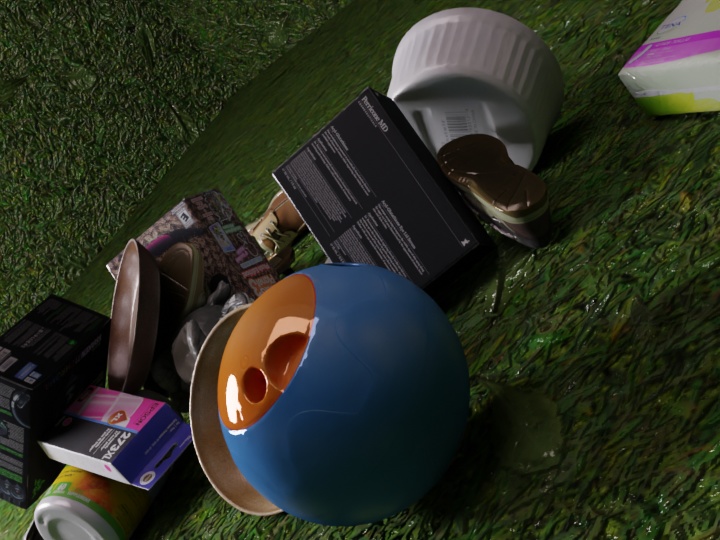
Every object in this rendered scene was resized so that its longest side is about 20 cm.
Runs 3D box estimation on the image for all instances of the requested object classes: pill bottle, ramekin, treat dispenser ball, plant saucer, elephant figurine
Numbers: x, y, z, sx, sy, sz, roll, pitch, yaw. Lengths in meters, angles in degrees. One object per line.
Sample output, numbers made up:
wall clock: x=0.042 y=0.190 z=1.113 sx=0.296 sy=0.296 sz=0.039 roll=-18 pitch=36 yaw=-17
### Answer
pill bottle: x=-0.291 y=0.241 z=1.350 sx=0.111 sy=0.111 sz=0.201 roll=-29 pitch=22 yaw=41
ramekin: x=0.120 y=-0.177 z=1.249 sx=0.199 sy=0.200 sz=0.098 roll=-29 pitch=30 yaw=42
treat dispenser ball: x=-0.013 y=0.095 z=0.881 sx=0.200 sy=0.201 sz=0.201 roll=-39 pitch=17 yaw=14
plant saucer: x=-0.278 y=0.064 z=1.391 sx=0.200 sy=0.034 sz=0.204 roll=-172 pitch=90 yaw=-70
elephant figurine: x=-0.156 y=0.118 z=1.310 sx=0.141 sy=0.157 sz=0.200 roll=-32 pitch=13 yaw=-17
plant saucer: x=-0.089 y=0.133 z=1.095 sx=0.199 sy=0.203 sz=0.035 roll=-32 pitch=-23 yaw=35

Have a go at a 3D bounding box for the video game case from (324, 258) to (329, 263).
video game case: x=0.000 y=0.000 z=1.395 sx=0.199 sy=0.024 sz=0.183 roll=-30 pitch=21 yaw=40

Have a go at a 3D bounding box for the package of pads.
package of pads: x=0.343 y=-0.217 z=1.023 sx=0.155 sy=0.068 sz=0.200 roll=-47 pitch=17 yaw=-9

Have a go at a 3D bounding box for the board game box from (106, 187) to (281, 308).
board game box: x=-0.206 y=0.023 z=1.489 sx=0.159 sy=0.201 sz=0.097 roll=-37 pitch=-2 yaw=23

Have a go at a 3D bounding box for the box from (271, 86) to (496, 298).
box: x=0.024 y=-0.064 z=1.170 sx=0.141 sy=0.201 sz=0.079 roll=-39 pitch=-15 yaw=19

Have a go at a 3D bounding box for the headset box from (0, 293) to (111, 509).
headset box: x=-0.396 y=0.165 z=1.390 sx=0.174 sy=0.092 sz=0.202 roll=-51 pitch=-22 yaw=-57

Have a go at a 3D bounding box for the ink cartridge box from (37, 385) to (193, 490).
ink cartridge box: x=-0.275 y=0.186 z=1.278 sx=0.198 sy=0.037 sz=0.095 roll=7 pitch=44 yaw=42

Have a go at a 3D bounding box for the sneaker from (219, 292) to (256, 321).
sneaker: x=-0.093 y=0.130 z=1.225 sx=0.075 sy=0.114 sz=0.204 roll=-22 pitch=60 yaw=46

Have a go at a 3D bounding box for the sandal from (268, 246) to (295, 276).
sandal: x=-0.126 y=0.022 z=1.608 sx=0.082 sy=0.055 sz=0.200 roll=-45 pitch=1 yaw=-26

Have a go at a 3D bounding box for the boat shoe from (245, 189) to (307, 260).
boat shoe: x=-0.134 y=-0.058 z=1.789 sx=0.200 sy=0.075 sz=0.074 roll=-42 pitch=19 yaw=39

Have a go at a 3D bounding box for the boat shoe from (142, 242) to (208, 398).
boat shoe: x=-0.226 y=0.064 z=1.427 sx=0.073 sy=0.063 sz=0.204 roll=16 pitch=101 yaw=38

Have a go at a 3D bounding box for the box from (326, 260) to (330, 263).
box: x=-0.043 y=0.078 z=1.212 sx=0.068 sy=0.082 sz=0.201 roll=-31 pitch=19 yaw=36

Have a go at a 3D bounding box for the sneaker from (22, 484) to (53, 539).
sneaker: x=-0.348 y=0.283 z=1.413 sx=0.201 sy=0.074 sz=0.082 roll=-59 pitch=-21 yaw=-16

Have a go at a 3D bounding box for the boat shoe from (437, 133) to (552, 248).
boat shoe: x=0.134 y=-0.079 z=1.135 sx=0.071 sy=0.067 sz=0.201 roll=-25 pitch=29 yaw=-7
